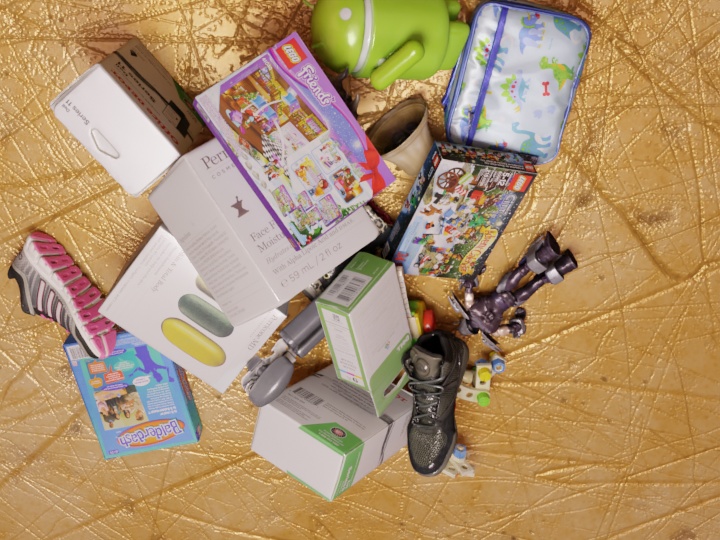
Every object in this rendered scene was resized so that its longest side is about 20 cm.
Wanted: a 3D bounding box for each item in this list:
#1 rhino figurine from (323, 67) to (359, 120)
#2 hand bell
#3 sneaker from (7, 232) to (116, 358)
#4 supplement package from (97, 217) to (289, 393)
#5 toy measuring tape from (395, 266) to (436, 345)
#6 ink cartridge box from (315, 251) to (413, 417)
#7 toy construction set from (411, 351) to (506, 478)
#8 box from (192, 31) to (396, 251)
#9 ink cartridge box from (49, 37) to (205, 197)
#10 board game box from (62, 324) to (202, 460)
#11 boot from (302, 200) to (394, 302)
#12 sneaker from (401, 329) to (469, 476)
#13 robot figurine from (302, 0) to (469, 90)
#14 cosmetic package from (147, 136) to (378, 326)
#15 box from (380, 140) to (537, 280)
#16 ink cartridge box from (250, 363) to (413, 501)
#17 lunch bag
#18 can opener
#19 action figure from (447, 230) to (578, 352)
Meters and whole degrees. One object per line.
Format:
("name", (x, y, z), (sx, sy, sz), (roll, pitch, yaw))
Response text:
("rhino figurine", (-0.059, -0.204, 1.130), (0.060, 0.200, 0.088), (-22, 106, -29))
("hand bell", (0.105, -0.125, 1.251), (0.104, 0.104, 0.200), (-38, 121, 14))
("sneaker", (-0.423, 0.047, 1.308), (0.087, 0.074, 0.200), (-35, 93, 22))
("supplement package", (-0.217, 0.027, 1.265), (0.200, 0.151, 0.152), (36, 108, -14))
("toy measuring tape", (0.066, 0.050, 1.303), (0.073, 0.074, 0.201), (-12, 133, 5))
("ink cartridge box", (0.012, 0.087, 1.234), (0.059, 0.104, 0.201), (18, 140, 33))
("toy construction set", (0.134, 0.208, 1.378), (0.130, 0.092, 0.201), (7, 107, -11))
("box", (-0.072, -0.141, 1.029), (0.137, 0.039, 0.200), (-36, 97, -13))
("ink cartridge box", (-0.277, -0.193, 1.146), (0.083, 0.200, 0.147), (-37, 108, 14))
("board game box", (-0.335, 0.175, 1.384), (0.151, 0.045, 0.201), (-11, 111, 4))
("boot", (0.000, 0.000, 1.297), (0.154, 0.074, 0.204), (-39, 109, 12))
("sneaker", (0.090, 0.172, 1.257), (0.076, 0.114, 0.200), (6, 73, 31))
("robot figurine", (0.029, -0.293, 1.134), (0.199, 0.176, 0.116), (-1, 147, -20))
("cosmetic package", (-0.120, -0.068, 1.123), (0.165, 0.165, 0.200), (-36, 96, -29))
("box", (0.124, -0.072, 1.211), (0.136, 0.038, 0.200), (6, 135, -21))
("ink cartridge box", (-0.030, 0.215, 1.295), (0.146, 0.200, 0.084), (28, 117, 26))
("lunch bag", (0.194, -0.241, 1.192), (0.160, 0.083, 0.201), (14, 111, -3))
("can opener", (-0.073, 0.100, 1.227), (0.200, 0.067, 0.053), (-43, 141, -6))
("action figure", (0.210, 0.033, 1.315), (0.200, 0.069, 0.130), (-39, 114, 19))
